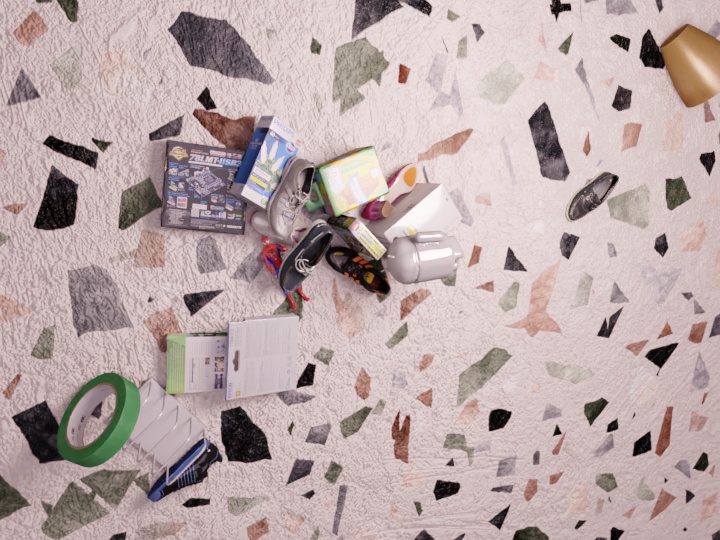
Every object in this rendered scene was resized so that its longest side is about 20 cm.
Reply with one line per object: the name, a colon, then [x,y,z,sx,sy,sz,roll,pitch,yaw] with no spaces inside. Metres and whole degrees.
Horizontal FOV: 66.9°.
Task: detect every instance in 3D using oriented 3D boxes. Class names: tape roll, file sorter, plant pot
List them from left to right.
tape roll: [-0.587,0.333,1.226,0.201,0.200,0.048,-46,137,-6]
file sorter: [-0.485,0.392,1.312,0.139,0.124,0.201,-43,110,-7]
plant pot: [1.013,-0.636,1.651,0.200,0.186,0.187,44,84,-7]

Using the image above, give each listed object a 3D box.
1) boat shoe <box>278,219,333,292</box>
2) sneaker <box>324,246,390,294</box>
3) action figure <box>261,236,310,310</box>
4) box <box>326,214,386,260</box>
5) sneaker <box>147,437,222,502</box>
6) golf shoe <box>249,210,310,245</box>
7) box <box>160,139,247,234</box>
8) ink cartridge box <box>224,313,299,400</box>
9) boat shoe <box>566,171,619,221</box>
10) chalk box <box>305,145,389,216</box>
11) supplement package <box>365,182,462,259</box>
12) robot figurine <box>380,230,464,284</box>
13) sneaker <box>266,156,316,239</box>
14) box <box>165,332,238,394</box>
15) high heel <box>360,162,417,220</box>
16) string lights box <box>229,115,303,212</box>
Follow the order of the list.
boat shoe: [-0.129,-0.025,1.312,0.074,0.062,0.201,29,103,-41]
sneaker: [0.000,0.000,1.434,0.198,0.090,0.071,33,88,-21]
action figure: [-0.190,0.005,1.368,0.065,0.099,0.202,-32,105,-12]
box: [-0.014,-0.088,1.356,0.035,0.200,0.110,-46,109,-6]
sneaker: [-0.440,0.519,1.378,0.199,0.070,0.078,-42,105,-9]
golf shoe: [-0.176,-0.103,1.356,0.197,0.091,0.077,16,96,-20]
box: [-0.366,-0.194,1.294,0.196,0.050,0.203,3,96,-22]
ink cartridge box: [-0.253,0.215,1.384,0.197,0.043,0.201,-1,100,-34]
boat shoe: [0.712,-0.225,1.660,0.198,0.066,0.075,-39,110,-9]
chalk box: [-0.050,-0.215,1.363,0.197,0.124,0.127,-26,106,-14]
supplement package: [0.135,-0.124,1.426,0.199,0.155,0.112,-41,110,-9]
robot figurine: [0.146,-0.030,1.302,0.196,0.114,0.171,-9,138,-19]
sneaker: [-0.160,-0.171,1.281,0.074,0.081,0.204,16,88,-46]
box: [-0.384,0.230,1.368,0.196,0.036,0.148,2,98,-21]
high heel: [0.078,-0.211,1.459,0.067,0.095,0.202,45,63,-32]
string lights box: [-0.223,-0.252,1.298,0.102,0.058,0.203,28,80,-45]
